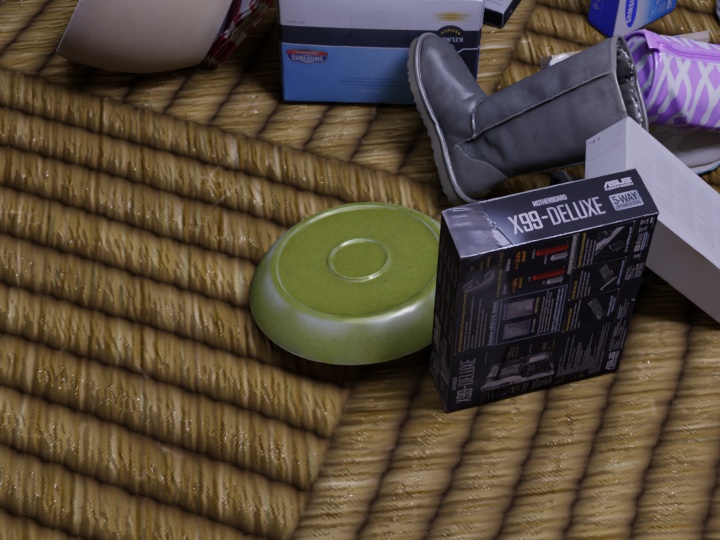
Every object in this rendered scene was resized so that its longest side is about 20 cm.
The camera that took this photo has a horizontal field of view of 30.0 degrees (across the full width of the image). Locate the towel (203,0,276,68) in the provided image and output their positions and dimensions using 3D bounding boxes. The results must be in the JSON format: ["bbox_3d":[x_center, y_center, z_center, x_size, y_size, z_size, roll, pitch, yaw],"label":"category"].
[{"bbox_3d":[-0.099,-0.294,1.309,0.023,0.200,0.146,23,68,-18],"label":"towel"}]

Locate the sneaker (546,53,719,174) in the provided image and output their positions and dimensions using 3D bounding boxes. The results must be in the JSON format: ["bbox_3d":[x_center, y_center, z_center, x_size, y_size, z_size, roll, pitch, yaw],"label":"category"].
[{"bbox_3d":[0.263,-0.148,1.271,0.197,0.081,0.077,12,48,5],"label":"sneaker"}]

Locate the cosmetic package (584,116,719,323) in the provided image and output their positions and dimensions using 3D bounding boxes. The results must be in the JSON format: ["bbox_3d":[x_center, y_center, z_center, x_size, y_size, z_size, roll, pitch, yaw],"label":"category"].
[{"bbox_3d":[0.264,-0.035,1.109,0.199,0.050,0.083,34,46,-30],"label":"cosmetic package"}]

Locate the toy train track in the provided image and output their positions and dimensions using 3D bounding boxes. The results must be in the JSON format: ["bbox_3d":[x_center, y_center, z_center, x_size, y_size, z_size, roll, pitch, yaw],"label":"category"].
[{"bbox_3d":[0.269,-0.211,1.346,0.198,0.114,0.033,-13,93,-25],"label":"toy train track"}]

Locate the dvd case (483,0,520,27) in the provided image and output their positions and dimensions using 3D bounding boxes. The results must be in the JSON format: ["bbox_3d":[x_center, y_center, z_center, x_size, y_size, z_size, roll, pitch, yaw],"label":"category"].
[{"bbox_3d":[0.130,-0.355,1.492,0.149,0.025,0.201,21,53,17],"label":"dvd case"}]

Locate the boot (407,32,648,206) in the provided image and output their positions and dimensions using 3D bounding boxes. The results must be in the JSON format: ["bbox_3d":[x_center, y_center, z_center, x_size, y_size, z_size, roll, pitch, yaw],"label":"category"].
[{"bbox_3d":[0.145,-0.161,1.191,0.072,0.199,0.184,-11,80,-46],"label":"boot"}]

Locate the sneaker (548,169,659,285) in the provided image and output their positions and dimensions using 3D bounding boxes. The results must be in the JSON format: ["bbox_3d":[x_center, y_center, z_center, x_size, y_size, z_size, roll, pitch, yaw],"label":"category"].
[{"bbox_3d":[0.221,-0.043,1.157,0.198,0.115,0.076,-24,42,-23],"label":"sneaker"}]

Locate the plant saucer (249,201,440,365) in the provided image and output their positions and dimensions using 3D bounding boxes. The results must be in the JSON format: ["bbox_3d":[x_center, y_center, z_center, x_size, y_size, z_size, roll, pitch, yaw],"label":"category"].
[{"bbox_3d":[0.000,0.000,1.152,0.197,0.031,0.201,-4,40,3],"label":"plant saucer"}]

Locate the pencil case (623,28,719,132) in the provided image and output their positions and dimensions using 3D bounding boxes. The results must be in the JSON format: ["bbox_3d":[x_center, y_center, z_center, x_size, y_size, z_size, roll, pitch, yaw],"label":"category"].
[{"bbox_3d":[0.317,-0.169,1.213,0.197,0.086,0.085,-1,63,-27],"label":"pencil case"}]

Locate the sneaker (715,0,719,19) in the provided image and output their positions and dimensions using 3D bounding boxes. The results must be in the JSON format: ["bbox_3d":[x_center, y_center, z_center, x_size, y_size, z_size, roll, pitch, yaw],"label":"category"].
[{"bbox_3d":[0.426,-0.254,1.352,0.077,0.100,0.201,-16,51,-14],"label":"sneaker"}]

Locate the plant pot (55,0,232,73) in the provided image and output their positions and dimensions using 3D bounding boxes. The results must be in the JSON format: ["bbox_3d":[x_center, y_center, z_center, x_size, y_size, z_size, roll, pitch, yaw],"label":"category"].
[{"bbox_3d":[-0.201,-0.277,1.334,0.133,0.201,0.202,25,47,-16],"label":"plant pot"}]

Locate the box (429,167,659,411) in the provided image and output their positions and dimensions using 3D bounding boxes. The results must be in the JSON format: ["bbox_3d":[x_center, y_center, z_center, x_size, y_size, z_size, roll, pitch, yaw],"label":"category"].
[{"bbox_3d":[0.137,0.020,1.044,0.155,0.201,0.050,-13,52,-10],"label":"box"}]

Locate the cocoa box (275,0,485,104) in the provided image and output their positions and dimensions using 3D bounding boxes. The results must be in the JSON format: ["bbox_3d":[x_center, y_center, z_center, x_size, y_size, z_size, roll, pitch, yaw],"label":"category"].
[{"bbox_3d":[0.020,-0.255,1.330,0.197,0.132,0.135,2,47,2],"label":"cocoa box"}]

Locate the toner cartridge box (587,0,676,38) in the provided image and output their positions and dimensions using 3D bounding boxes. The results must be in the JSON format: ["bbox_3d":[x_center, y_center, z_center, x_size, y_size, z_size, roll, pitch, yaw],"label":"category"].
[{"bbox_3d":[0.290,-0.339,1.359,0.094,0.201,0.043,-28,54,-23],"label":"toner cartridge box"}]
